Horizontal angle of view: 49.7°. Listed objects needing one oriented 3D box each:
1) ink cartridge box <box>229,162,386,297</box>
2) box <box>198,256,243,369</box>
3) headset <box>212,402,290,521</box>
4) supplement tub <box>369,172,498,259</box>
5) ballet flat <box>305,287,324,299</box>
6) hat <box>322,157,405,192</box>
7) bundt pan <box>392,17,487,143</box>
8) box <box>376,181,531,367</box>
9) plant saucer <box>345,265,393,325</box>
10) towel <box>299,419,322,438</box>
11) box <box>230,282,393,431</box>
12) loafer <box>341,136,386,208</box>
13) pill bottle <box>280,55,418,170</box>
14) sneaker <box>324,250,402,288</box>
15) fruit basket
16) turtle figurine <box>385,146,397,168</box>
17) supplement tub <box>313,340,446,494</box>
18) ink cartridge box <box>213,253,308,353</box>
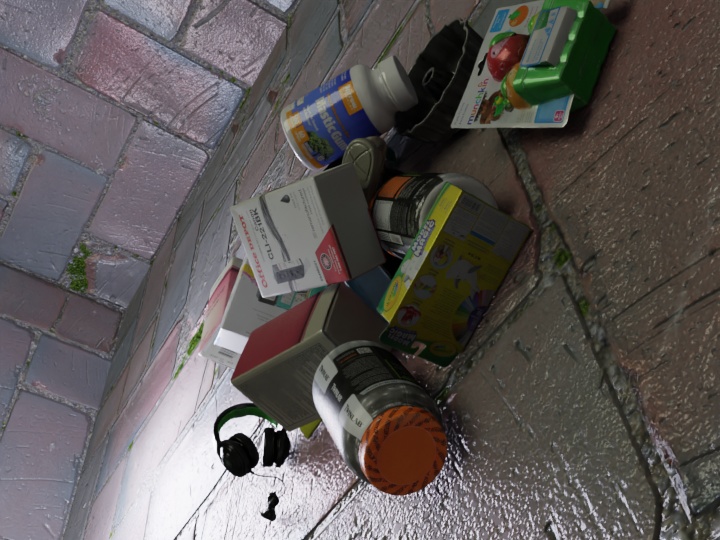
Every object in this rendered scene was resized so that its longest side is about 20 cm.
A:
[{"bbox_3d":[-0.078,-0.052,1.095,0.199,0.146,0.083,-12,11,47],"label":"ink cartridge box"},{"bbox_3d":[-0.266,0.094,1.689,0.128,0.108,0.201,-50,26,34],"label":"box"},{"bbox_3d":[-0.172,0.307,1.276,0.200,0.122,0.095,-125,36,-46],"label":"headset"},{"bbox_3d":[0.089,-0.069,1.040,0.124,0.122,0.200,-65,21,-1],"label":"supplement tub"},{"bbox_3d":[-0.070,0.084,1.345,0.072,0.067,0.202,116,168,-73],"label":"ballet flat"},{"bbox_3d":[-0.003,-0.142,1.239,0.201,0.198,0.082,-100,-4,-55],"label":"hat"},{"bbox_3d":[0.136,-0.288,1.224,0.202,0.075,0.203,-50,26,36],"label":"bundt pan"},{"bbox_3d":[0.105,0.011,0.923,0.202,0.116,0.048,-62,28,8],"label":"box"},{"bbox_3d":[0.002,-0.002,1.126,0.019,0.200,0.070,-28,-15,-51],"label":"plant saucer"},{"bbox_3d":[-0.053,0.163,1.209,0.086,0.018,0.201,49,118,30],"label":"towel"},{"bbox_3d":[-0.067,0.125,1.108,0.199,0.128,0.110,-30,27,34],"label":"box"},{"bbox_3d":[-0.006,-0.104,1.148,0.063,0.072,0.202,-29,-35,-53],"label":"loafer"},{"bbox_3d":[-0.015,-0.249,1.210,0.198,0.112,0.113,-26,36,18],"label":"pill bottle"},{"bbox_3d":[0.000,0.000,1.229,0.201,0.083,0.121,-58,31,30],"label":"sneaker"},{"bbox_3d":[0.207,-0.267,0.979,0.199,0.093,0.187,16,81,49],"label":"fruit basket"},{"bbox_3d":[-0.023,-0.148,1.424,0.200,0.101,0.149,-45,-10,37],"label":"turtle figurine"},{"bbox_3d":[0.021,0.171,0.920,0.124,0.122,0.200,-63,21,6],"label":"supplement tub"},{"bbox_3d":[-0.165,0.054,1.436,0.147,0.145,0.202,134,155,-67],"label":"ink cartridge box"}]
